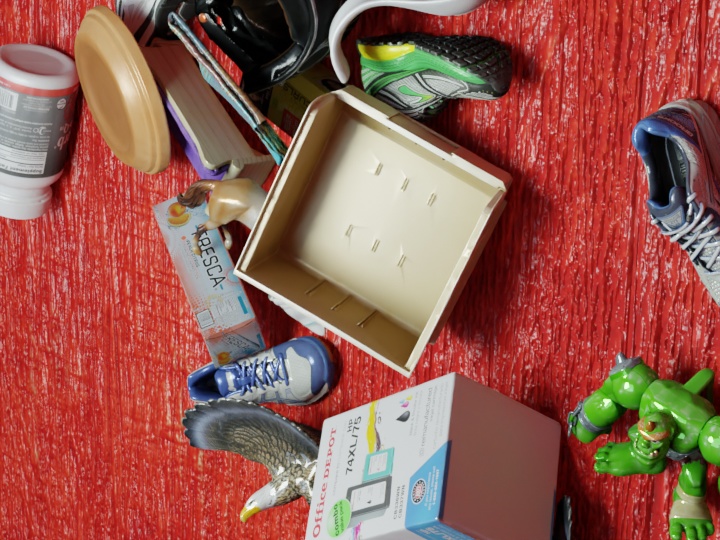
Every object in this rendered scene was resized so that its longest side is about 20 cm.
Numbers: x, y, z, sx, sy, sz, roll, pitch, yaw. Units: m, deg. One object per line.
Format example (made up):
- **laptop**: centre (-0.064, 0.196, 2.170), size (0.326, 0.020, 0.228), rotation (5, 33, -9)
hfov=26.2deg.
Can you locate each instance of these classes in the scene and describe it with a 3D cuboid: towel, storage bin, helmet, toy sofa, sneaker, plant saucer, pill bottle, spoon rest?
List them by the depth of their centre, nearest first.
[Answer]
- **sneaker**: centre (0.277, -0.043, 1.283), size (0.077, 0.085, 0.202), rotation (-34, 75, 45)
- **spoon rest**: centre (0.050, -0.252, 1.437), size (0.199, 0.061, 0.100), rotation (-30, 34, 14)
- **storage bin**: centre (0.016, -0.042, 1.481), size (0.199, 0.094, 0.200), rotation (30, 111, 10)
- **sneaker**: centre (0.075, -0.181, 1.484), size (0.199, 0.077, 0.086), rotation (15, 116, 53)
- **helmet**: centre (-0.085, -0.289, 1.535), size (0.198, 0.191, 0.202), rotation (10, 126, 14)
- **towel**: centre (-0.129, -0.177, 1.555), size (0.022, 0.200, 0.147), rotation (-40, 81, 0)
- **sneaker**: centre (0.000, 0.000, 1.605), size (0.199, 0.071, 0.080), rotation (-29, 116, 32)
- **sneaker**: centre (-0.113, 0.124, 1.727), size (0.199, 0.088, 0.076), rotation (-18, 83, 45)
- **toy sofa**: centre (-0.191, -0.163, 1.740), size (0.201, 0.097, 0.083), rotation (56, 133, 22)
- **sneaker**: centre (-0.233, -0.330, 1.762), size (0.116, 0.075, 0.201), rotation (57, 135, 19)
- **plant saucer**: centre (-0.277, -0.201, 1.764), size (0.200, 0.037, 0.201), rotation (49, 153, 35)
- **pill bottle**: centre (-0.428, -0.176, 1.972), size (0.116, 0.115, 0.202), rotation (37, 124, 35)

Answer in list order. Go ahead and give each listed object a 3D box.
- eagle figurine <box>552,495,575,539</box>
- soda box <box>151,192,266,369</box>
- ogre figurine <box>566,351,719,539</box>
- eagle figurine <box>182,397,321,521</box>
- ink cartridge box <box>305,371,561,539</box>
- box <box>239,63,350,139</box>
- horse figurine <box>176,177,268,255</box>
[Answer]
- **eagle figurine**: centre (0.204, 0.335, 1.435), size (0.151, 0.151, 0.201), rotation (31, 92, -8)
- **soda box**: centre (-0.170, 0.007, 1.731), size (0.069, 0.063, 0.201), rotation (78, 169, -56)
- **ogre figurine**: centre (0.267, 0.147, 1.334), size (0.200, 0.097, 0.121), rotation (-127, 29, -44)
- **eagle figurine**: centre (-0.083, 0.205, 1.662), size (0.200, 0.150, 0.152), rotation (50, 137, 18)
- **ink cartridge box**: centre (0.068, 0.210, 1.477), size (0.199, 0.145, 0.148), rotation (-25, 47, 46)
- **box**: centre (-0.046, -0.169, 1.619), size (0.200, 0.050, 0.076), rotation (40, 127, 33)
- **horse figurine**: centre (-0.108, -0.052, 1.654), size (0.198, 0.050, 0.133), rotation (23, 135, 3)
